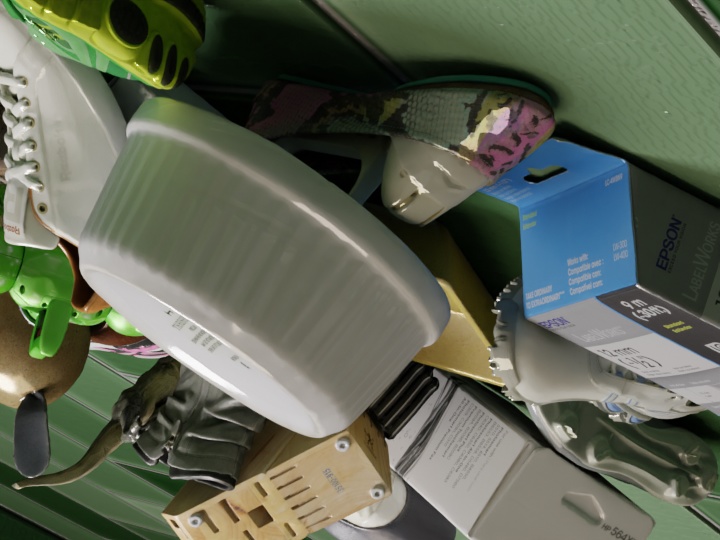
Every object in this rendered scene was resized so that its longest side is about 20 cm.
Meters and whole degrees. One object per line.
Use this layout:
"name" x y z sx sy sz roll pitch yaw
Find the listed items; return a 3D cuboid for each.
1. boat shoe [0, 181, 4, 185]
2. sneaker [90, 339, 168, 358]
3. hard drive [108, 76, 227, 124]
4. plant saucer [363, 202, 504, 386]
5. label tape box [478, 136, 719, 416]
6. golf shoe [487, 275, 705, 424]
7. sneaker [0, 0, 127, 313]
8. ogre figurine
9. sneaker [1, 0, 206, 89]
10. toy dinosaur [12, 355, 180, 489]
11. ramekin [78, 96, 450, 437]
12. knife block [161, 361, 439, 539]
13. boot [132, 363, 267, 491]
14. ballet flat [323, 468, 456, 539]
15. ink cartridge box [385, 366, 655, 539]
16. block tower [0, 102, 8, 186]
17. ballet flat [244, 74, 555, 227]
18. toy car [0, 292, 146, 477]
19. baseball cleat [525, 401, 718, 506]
"boat shoe" -0.257 -0.045 1.488 0.199 0.065 0.073 11 132 33
"sneaker" -0.197 0.040 1.737 0.199 0.081 0.086 16 175 42
"hard drive" -0.081 -0.034 1.264 0.200 0.027 0.132 39 146 -11
"plant saucer" 0.000 0.000 1.370 0.199 0.049 0.200 16 164 23
"label tape box" 0.154 0.006 1.146 0.199 0.067 0.143 24 165 -15
"golf shoe" 0.154 0.046 1.260 0.097 0.079 0.199 0 172 38
"sneaker" -0.173 -0.064 1.189 0.073 0.084 0.201 16 138 60
"ogre figurine" -0.186 0.005 1.334 0.200 0.098 0.120 38 177 -16
"sneaker" -0.152 -0.143 1.032 0.083 0.075 0.200 8 161 30
"toy dinosaur" -0.157 0.103 1.561 0.088 0.200 0.048 3 129 49
"ramekin" -0.058 0.006 1.132 0.202 0.095 0.202 32 168 8
"knife block" -0.039 0.105 1.502 0.064 0.199 0.176 56 -167 -27
"boot" -0.066 0.088 1.421 0.068 0.131 0.199 32 162 -35
"ballet flat" -0.021 0.155 1.591 0.199 0.073 0.073 28 169 25
"ink cartridge box" 0.095 0.142 1.543 0.146 0.085 0.200 34 -177 -35
"block tower" -0.199 -0.075 1.375 0.199 0.054 0.058 31 161 -34
"ballet flat" 0.013 -0.061 1.095 0.199 0.072 0.069 7 158 43
"toy car" -0.225 0.054 1.574 0.164 0.201 0.158 7 159 44
"baseball cleat" 0.161 0.111 1.493 0.200 0.070 0.106 36 165 -34
